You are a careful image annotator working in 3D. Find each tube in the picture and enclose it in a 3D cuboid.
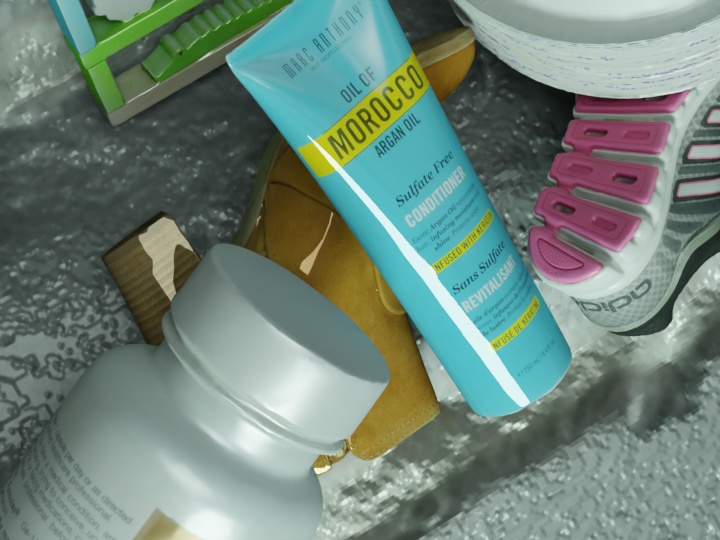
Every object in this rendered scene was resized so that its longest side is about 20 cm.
[{"bbox_3d":[0.021,-0.030,0.814,0.077,0.050,0.201,-46,116,-28],"label":"tube"}]

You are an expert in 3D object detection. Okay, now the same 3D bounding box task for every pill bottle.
[{"bbox_3d":[-0.080,0.095,0.792,0.114,0.114,0.201,35,102,-7],"label":"pill bottle"}]

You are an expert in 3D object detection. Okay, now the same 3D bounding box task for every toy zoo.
[{"bbox_3d":[-0.081,-0.163,0.811,0.131,0.201,0.020,-31,51,-12],"label":"toy zoo"}]

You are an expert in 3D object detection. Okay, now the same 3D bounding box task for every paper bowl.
[{"bbox_3d":[0.113,-0.184,0.839,0.199,0.104,0.202,-5,72,16],"label":"paper bowl"}]

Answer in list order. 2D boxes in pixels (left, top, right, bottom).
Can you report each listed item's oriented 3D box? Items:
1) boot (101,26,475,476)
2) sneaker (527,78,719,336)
[{"bbox_3d":[0.000,0.000,0.867,0.201,0.071,0.144,-35,100,-1],"label":"boot"},{"bbox_3d":[0.139,-0.053,0.895,0.088,0.073,0.201,56,50,-45],"label":"sneaker"}]
